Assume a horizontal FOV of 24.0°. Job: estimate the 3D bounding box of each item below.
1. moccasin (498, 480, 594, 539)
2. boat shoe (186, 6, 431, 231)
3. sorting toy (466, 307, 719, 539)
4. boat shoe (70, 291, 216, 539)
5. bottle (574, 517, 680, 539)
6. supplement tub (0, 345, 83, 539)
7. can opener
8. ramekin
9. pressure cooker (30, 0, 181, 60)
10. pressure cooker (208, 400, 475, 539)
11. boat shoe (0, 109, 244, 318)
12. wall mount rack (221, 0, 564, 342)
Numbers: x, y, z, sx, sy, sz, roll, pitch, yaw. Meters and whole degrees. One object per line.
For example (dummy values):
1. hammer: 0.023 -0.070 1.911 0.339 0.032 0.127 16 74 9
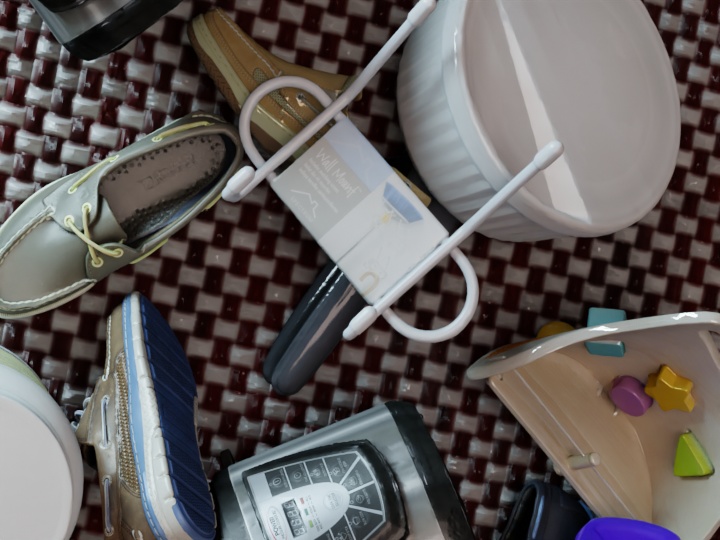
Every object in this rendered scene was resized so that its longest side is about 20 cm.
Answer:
1. moccasin: 0.088 0.238 1.192 0.068 0.080 0.201 40 69 -26
2. boat shoe: -0.030 -0.103 1.111 0.076 0.072 0.200 -40 86 10
3. sorting toy: 0.207 0.092 1.148 0.200 0.179 0.107 50 51 -14
4. boat shoe: -0.146 0.098 1.070 0.072 0.201 0.072 -27 133 12
5. bottle: 0.184 0.266 1.186 0.083 0.065 0.202 8 126 17
6. supplement tub: -0.243 0.119 1.018 0.143 0.200 0.147 -1 94 -16
7. can opener: 0.000 0.000 1.151 0.078 0.063 0.201 38 83 -10
8. ramekin: 0.112 -0.112 1.129 0.201 0.094 0.205 12 70 -36
9. pressure cooker: -0.161 -0.251 1.023 0.175 0.178 0.201 -38 105 -13
10. pressure cooker: -0.025 0.197 1.095 0.198 0.176 0.180 -21 100 -4
11. boat shoe: -0.162 -0.037 1.103 0.201 0.060 0.072 -35 102 -11
12. wall mount rack: 0.019 -0.059 1.037 0.174 0.075 0.200 -42 87 0
